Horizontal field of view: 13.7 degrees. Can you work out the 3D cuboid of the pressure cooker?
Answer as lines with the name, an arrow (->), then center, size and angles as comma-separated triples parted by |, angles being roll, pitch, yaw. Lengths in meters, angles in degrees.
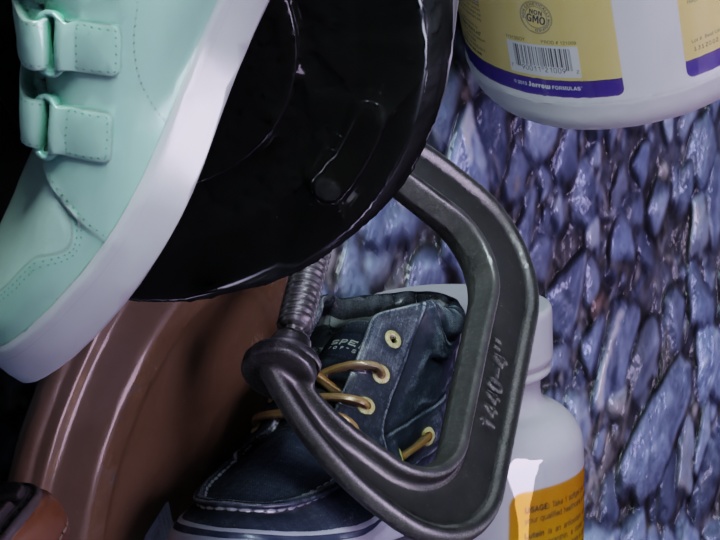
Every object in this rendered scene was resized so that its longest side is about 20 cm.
pressure cooker -> -0.054, -0.107, 0.894 | 0.200, 0.178, 0.177 | -81, -173, -64

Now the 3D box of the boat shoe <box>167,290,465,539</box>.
boat shoe -> -0.015, 0.059, 1.124 | 0.200, 0.070, 0.091 | -17, 111, -67

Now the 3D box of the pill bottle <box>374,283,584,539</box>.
pill bottle -> 0.040, 0.112, 1.280 | 0.111, 0.111, 0.201 | -21, 114, -59

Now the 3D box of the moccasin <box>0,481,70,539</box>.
moccasin -> -0.145, 0.160, 0.965 | 0.078, 0.073, 0.202 | 41, 56, -29

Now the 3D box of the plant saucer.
plant saucer -> -0.072, 0.069, 1.105 | 0.200, 0.029, 0.201 | 18, 90, -71

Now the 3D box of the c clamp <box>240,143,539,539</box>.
c clamp -> 0.000, 0.000, 1.111 | 0.171, 0.027, 0.201 | 35, 43, -29

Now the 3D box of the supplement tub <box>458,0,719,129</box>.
supplement tub -> 0.103, -0.179, 1.303 | 0.145, 0.145, 0.201 | -49, 137, -47

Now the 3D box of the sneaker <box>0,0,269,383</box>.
sneaker -> -0.086, -0.075, 0.754 | 0.201, 0.118, 0.074 | -65, -162, 16
